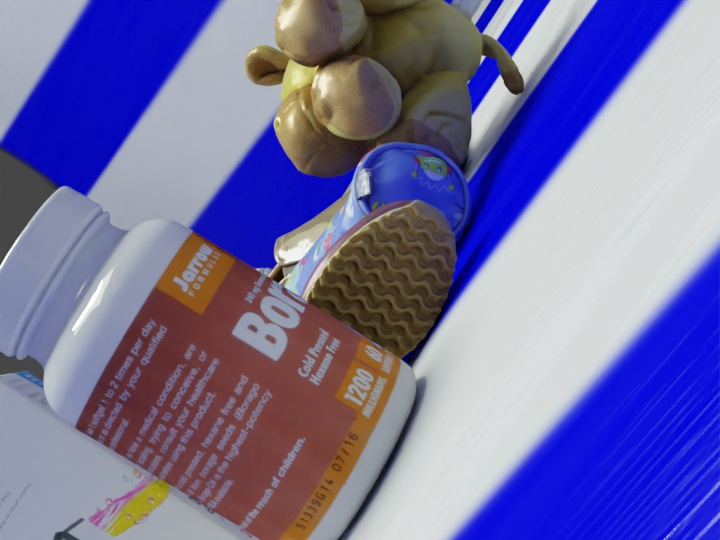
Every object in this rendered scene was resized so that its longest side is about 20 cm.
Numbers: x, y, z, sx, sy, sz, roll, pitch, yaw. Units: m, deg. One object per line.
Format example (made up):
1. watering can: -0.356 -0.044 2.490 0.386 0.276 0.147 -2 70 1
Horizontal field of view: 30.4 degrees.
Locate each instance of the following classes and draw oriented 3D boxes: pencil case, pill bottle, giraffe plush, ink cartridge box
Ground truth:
1. pencil case: 0.000 0.000 0.865 0.200 0.077 0.087 -54 14 51
2. pill bottle: -0.081 0.046 0.650 0.113 0.199 0.112 -58 5 8
3. giraffe plush: -0.004 -0.133 0.932 0.162 0.173 0.200 -28 7 44
4. ink cartridge box: -0.174 0.178 0.828 0.145 0.199 0.147 -57 4 -6

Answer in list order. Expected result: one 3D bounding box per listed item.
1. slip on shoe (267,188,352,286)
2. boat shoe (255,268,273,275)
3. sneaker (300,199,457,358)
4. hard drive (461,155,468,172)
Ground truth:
1. slip on shoe: -0.039 -0.009 1.032 0.201 0.060 0.076 -55 9 30
2. boat shoe: -0.073 0.095 1.143 0.074 0.065 0.202 -88 7 -60
3. sneaker: -0.016 0.046 0.756 0.201 0.075 0.090 -58 9 4
4. hard drive: 0.038 -0.055 1.101 0.140 0.033 0.200 -58 4 11
